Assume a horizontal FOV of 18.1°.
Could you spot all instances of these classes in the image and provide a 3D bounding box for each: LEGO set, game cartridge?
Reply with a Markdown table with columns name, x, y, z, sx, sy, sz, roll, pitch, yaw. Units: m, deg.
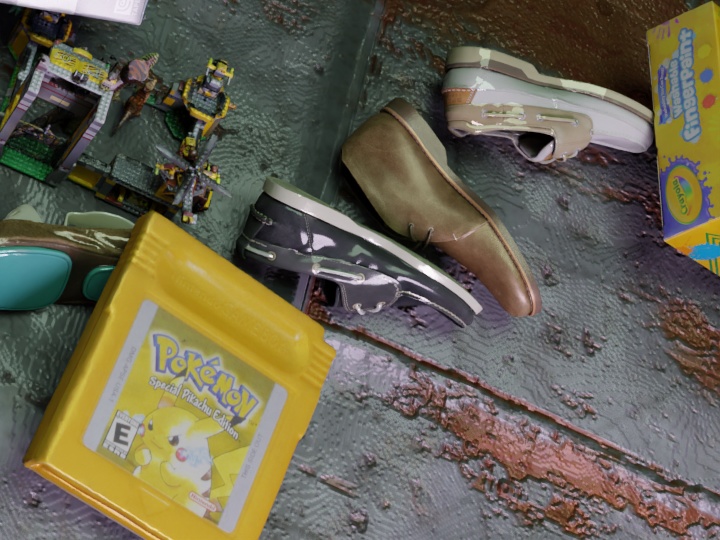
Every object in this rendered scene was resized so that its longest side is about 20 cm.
| name | x | y | z | sx | sy | sz | roll | pitch | yaw |
| --- | --- | --- | --- | --- | --- | --- | --- | --- | --- |
| LEGO set | -0.169 | -0.127 | 1.620 | 0.199 | 0.116 | 0.154 | 31 | 54 | -12 |
| game cartridge | -0.117 | 0.088 | 1.553 | 0.176 | 0.032 | 0.201 | 34 | 63 | -23 |

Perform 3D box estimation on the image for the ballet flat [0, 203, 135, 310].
| name | x | y | z | sx | sy | sz | roll | pitch | yaw |
| --- | --- | --- | --- | --- | --- | --- | --- | --- | --- |
| ballet flat | -0.206 | -0.013 | 1.582 | 0.199 | 0.068 | 0.073 | 1 | 45 | -29 |

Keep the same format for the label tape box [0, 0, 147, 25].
| name | x | y | z | sx | sy | sz | roll | pitch | yaw |
| --- | --- | --- | --- | --- | --- | --- | --- | --- | --- |
| label tape box | -0.260 | -0.243 | 1.622 | 0.199 | 0.066 | 0.143 | 9 | 23 | -27 |

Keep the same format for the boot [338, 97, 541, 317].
| name | x | y | z | sx | sy | sz | roll | pitch | yaw |
| --- | --- | --- | --- | --- | --- | --- | --- | --- | --- |
| boot | 0.060 | -0.033 | 1.743 | 0.075 | 0.074 | 0.200 | -37 | 81 | -19 |

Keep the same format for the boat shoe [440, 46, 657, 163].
| name | x | y | z | sx | sy | sz | roll | pitch | yaw |
| --- | --- | --- | --- | --- | --- | --- | --- | --- | --- |
| boat shoe | 0.151 | -0.120 | 1.833 | 0.199 | 0.075 | 0.069 | 15 | 78 | -24 |

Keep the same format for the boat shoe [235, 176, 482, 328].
| name | x | y | z | sx | sy | sz | roll | pitch | yaw |
| --- | --- | --- | --- | --- | --- | --- | --- | --- | --- |
| boat shoe | 0.000 | 0.000 | 1.695 | 0.199 | 0.072 | 0.068 | 26 | 91 | -23 |

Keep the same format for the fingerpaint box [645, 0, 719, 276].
| name | x | y | z | sx | sy | sz | roll | pitch | yaw |
| --- | --- | --- | --- | --- | --- | --- | --- | --- | --- |
| fingerpaint box | 0.316 | -0.094 | 1.868 | 0.166 | 0.073 | 0.201 | 28 | 51 | -42 |
